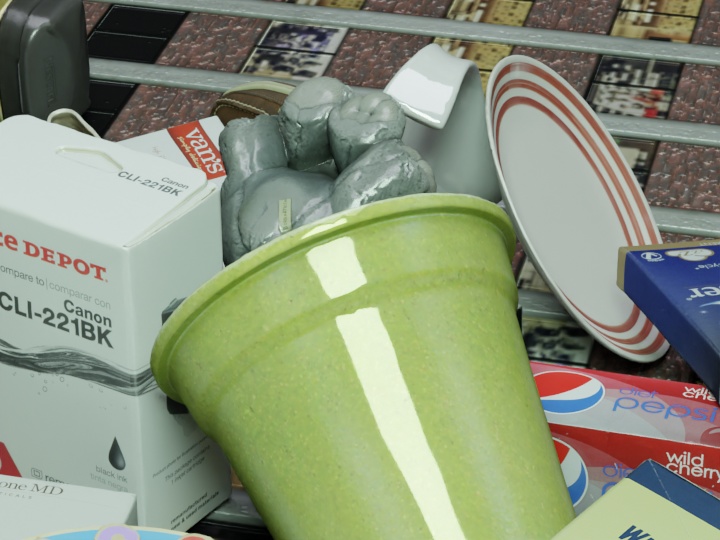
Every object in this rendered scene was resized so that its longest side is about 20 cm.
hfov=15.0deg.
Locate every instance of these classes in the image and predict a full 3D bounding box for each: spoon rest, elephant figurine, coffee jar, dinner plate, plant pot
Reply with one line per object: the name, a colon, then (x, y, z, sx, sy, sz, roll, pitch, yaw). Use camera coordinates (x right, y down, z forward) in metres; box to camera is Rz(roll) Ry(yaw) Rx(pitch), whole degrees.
spoon rest: (0.045, -0.084, 1.612, 0.099, 0.200, 0.061, 27, 78, 8)
elephant figurine: (0.000, 0.000, 1.542, 0.155, 0.200, 0.142, -27, 50, -2)
coffee jar: (-0.282, -0.159, 1.889, 0.199, 0.105, 0.085, 14, 36, 21)
dinner plate: (0.126, -0.034, 1.622, 0.024, 0.200, 0.200, -26, 21, 26)
plant pot: (0.019, 0.093, 1.360, 0.200, 0.201, 0.185, -14, 66, -22)

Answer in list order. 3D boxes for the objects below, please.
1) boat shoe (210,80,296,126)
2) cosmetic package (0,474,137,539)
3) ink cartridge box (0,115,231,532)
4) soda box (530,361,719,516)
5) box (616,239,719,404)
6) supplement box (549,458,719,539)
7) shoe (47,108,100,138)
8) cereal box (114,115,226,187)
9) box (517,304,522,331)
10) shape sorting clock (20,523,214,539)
boat shoe: (-0.036, -0.064, 1.752, 0.075, 0.075, 0.202, -25, 39, -38)
cosmetic package: (-0.181, 0.189, 1.314, 0.107, 0.085, 0.200, 6, 32, 7)
ink cartridge box: (-0.151, 0.035, 1.461, 0.144, 0.201, 0.084, 18, 35, 29)
soda box: (0.139, 0.099, 1.480, 0.199, 0.070, 0.063, 8, 29, 14)
box: (0.232, 0.031, 1.515, 0.121, 0.033, 0.200, -4, 25, -14)
supplement box: (0.139, 0.220, 1.181, 0.200, 0.135, 0.200, 30, 41, 25)
shoe: (-0.168, -0.036, 1.724, 0.070, 0.054, 0.200, -10, 34, -15)
cereal box: (-0.145, -0.011, 1.638, 0.199, 0.040, 0.144, -18, 55, -23)
box: (-0.010, 0.055, 1.590, 0.110, 0.035, 0.200, 24, 38, 35)
shape sorting clock: (-0.100, 0.172, 1.235, 0.199, 0.039, 0.200, 6, 32, -3)
